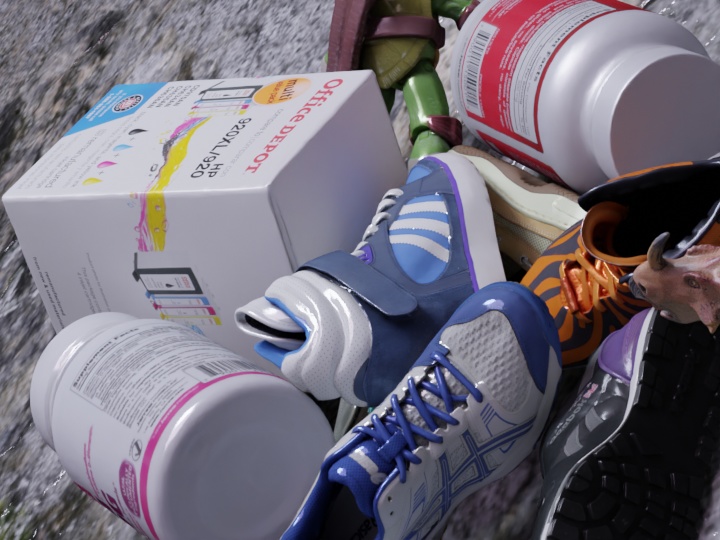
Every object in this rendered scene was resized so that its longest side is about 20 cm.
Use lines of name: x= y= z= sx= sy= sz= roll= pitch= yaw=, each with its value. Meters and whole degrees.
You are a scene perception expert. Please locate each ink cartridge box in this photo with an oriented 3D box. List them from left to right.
ink cartridge box: x=-0.083 y=-0.025 z=1.571 sx=0.199 sy=0.145 sz=0.147 roll=-1 pitch=32 yaw=32

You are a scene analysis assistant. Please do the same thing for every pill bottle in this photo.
pill bottle: x=-0.106 y=0.092 z=1.444 sx=0.113 sy=0.113 sz=0.200 roll=-52 pitch=31 yaw=-8
pill bottle: x=0.138 y=-0.101 z=1.481 sx=0.112 sy=0.112 sz=0.200 roll=-50 pitch=26 yaw=-3

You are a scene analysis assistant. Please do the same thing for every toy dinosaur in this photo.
toy dinosaur: x=0.235 y=-0.016 z=1.178 sx=0.200 sy=0.136 sz=0.086 roll=-44 pitch=26 yaw=9

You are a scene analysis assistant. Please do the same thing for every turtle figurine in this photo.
turtle figurine: x=0.044 y=-0.117 z=1.677 sx=0.200 sy=0.143 sz=0.195 roll=96 pitch=179 yaw=-72

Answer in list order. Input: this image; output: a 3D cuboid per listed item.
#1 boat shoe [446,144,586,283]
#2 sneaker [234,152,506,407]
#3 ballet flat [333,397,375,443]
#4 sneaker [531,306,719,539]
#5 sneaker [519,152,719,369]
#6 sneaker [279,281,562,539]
boat shoe: x=0.089 y=-0.019 z=1.503 sx=0.076 sy=0.072 sz=0.200 roll=-61 pitch=26 yaw=0
sneaker: x=0.000 y=0.000 z=1.435 sx=0.200 sy=0.146 sz=0.081 roll=-103 pitch=15 yaw=-52
ballet flat: x=0.011 y=0.108 z=1.462 sx=0.064 sy=0.067 sz=0.200 roll=116 pitch=170 yaw=-55
sneaker: x=0.124 y=0.105 z=1.281 sx=0.088 sy=0.076 sz=0.200 roll=-31 pitch=22 yaw=51
sneaker: x=0.131 y=-0.009 z=1.341 sx=0.200 sy=0.112 sz=0.078 roll=-38 pitch=71 yaw=32
sneaker: x=0.030 y=0.094 z=1.314 sx=0.075 sy=0.088 sz=0.200 roll=40 pitch=112 yaw=24
